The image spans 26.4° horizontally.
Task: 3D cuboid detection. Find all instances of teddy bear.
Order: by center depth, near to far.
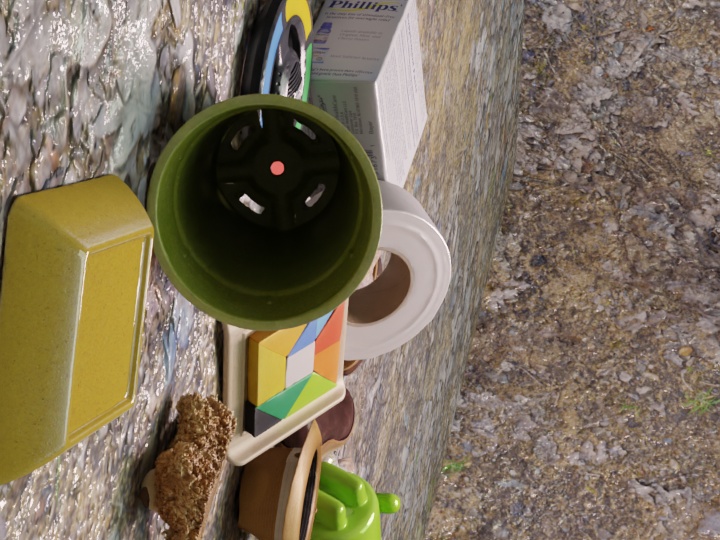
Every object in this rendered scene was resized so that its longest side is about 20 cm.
[{"bbox_3d":[-0.162,0.187,1.444,0.201,0.066,0.147,-75,179,-61],"label":"teddy bear"}]

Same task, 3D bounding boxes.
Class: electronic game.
[{"bbox_3d":[-0.081,-0.189,1.565,0.200,0.041,0.203,10,90,-80],"label":"electronic game"}]

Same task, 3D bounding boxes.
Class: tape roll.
[{"bbox_3d":[0.000,0.000,1.737,0.071,0.200,0.205,-121,-153,-51],"label":"tape roll"}]

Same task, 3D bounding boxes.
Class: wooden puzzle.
[{"bbox_3d":[-0.075,0.094,1.654,0.184,0.037,0.202,-30,134,-38],"label":"wooden puzzle"}]

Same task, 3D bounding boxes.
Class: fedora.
[{"bbox_3d":[-0.096,0.264,1.786,0.201,0.081,0.204,7,90,-85],"label":"fedora"}]

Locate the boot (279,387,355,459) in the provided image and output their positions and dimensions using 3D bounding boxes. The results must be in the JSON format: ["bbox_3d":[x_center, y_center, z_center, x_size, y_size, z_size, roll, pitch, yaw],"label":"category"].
[{"bbox_3d":[-0.047,0.156,1.971,0.200,0.071,0.168,-56,157,-56],"label":"boot"}]

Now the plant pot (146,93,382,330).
[{"bbox_3d":[-0.080,-0.074,1.365,0.190,0.197,0.203,-90,-174,-73],"label":"plant pot"}]

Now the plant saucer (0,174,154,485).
[{"bbox_3d":[-0.200,0.041,1.110,0.200,0.048,0.203,-36,134,-76],"label":"plant saucer"}]

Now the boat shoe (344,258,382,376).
[{"bbox_3d":[-0.004,0.060,2.124,0.071,0.069,0.202,74,27,-58],"label":"boat shoe"}]

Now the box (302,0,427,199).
[{"bbox_3d":[0.002,-0.201,1.781,0.201,0.103,0.186,-69,158,-47],"label":"box"}]

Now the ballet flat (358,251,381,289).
[{"bbox_3d":[-0.015,-0.012,2.017,0.201,0.067,0.068,-76,159,-63],"label":"ballet flat"}]

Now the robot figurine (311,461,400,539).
[{"bbox_3d":[-0.031,0.337,1.960,0.176,0.115,0.202,-47,147,-37],"label":"robot figurine"}]

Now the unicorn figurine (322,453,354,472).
[{"bbox_3d":[-0.047,0.295,2.099,0.201,0.073,0.139,86,21,-60],"label":"unicorn figurine"}]

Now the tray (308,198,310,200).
[{"bbox_3d":[-0.051,-0.090,1.871,0.201,0.022,0.109,-66,162,-53],"label":"tray"}]
